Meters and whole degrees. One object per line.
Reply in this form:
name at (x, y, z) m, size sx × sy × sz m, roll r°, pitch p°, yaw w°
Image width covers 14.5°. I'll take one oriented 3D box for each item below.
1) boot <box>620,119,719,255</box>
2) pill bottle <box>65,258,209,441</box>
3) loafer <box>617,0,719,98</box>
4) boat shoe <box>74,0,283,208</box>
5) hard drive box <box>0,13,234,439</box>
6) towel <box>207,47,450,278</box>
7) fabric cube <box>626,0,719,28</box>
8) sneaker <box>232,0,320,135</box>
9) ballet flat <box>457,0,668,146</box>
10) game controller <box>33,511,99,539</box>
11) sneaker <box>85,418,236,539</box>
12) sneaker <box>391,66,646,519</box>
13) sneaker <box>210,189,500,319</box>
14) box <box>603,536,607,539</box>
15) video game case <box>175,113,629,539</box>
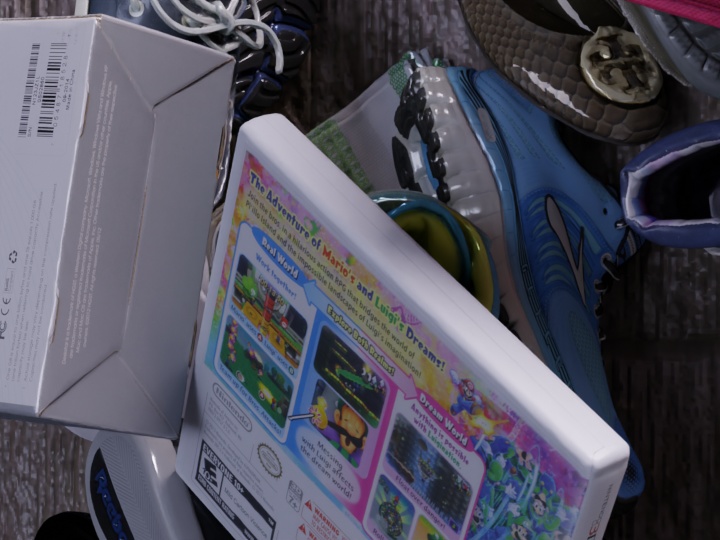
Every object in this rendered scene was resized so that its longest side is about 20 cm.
boot at (0.198, -0.036, 1.055) m, size 0.200 × 0.090 × 0.073 m, roll -14°, pitch 81°, yaw 38°
pill bottle at (-0.133, -0.006, 1.269) m, size 0.112 × 0.111 × 0.200 m, roll -66°, pitch 32°, yaw 18°
loafer at (0.117, -0.160, 1.145) m, size 0.070 × 0.075 × 0.201 m, roll 121°, pitch 128°, yaw -75°
boat shoe at (-0.076, -0.116, 1.201) m, size 0.062 × 0.075 × 0.201 m, roll -12°, pitch 75°, yaw 41°
hard drive box at (-0.154, -0.019, 1.150) m, size 0.200 × 0.077 × 0.156 m, roll 4°, pitch 84°, yaw 44°
towel at (-0.011, 0.014, 1.263) m, size 0.200 × 0.031 × 0.150 m, roll -36°, pitch 68°, yaw 33°
fabric cube at (0.156, -0.187, 0.980) m, size 0.196 × 0.200 × 0.200 m, roll 17°, pitch 103°, yaw 4°
sneaker at (-0.065, -0.156, 1.291) m, size 0.078 × 0.075 × 0.201 m, roll 7°, pitch 89°, yaw 52°
ballet flat at (0.066, -0.130, 1.180) m, size 0.200 × 0.067 × 0.046 m, roll 56°, pitch 134°, yaw 31°
game controller at (-0.092, 0.198, 1.321) m, size 0.200 × 0.042 × 0.105 m, roll 34°, pitch 111°, yaw 34°
sneaker at (-0.033, 0.148, 1.164) m, size 0.073 × 0.112 × 0.201 m, roll -41°, pitch 60°, yaw 46°
sneaker at (0.083, 0.002, 1.146) m, size 0.078 × 0.090 × 0.201 m, roll 122°, pitch 133°, yaw -68°
sneaker at (0.000, 0.000, 1.126) m, size 0.200 × 0.079 × 0.131 m, roll 48°, pitch 151°, yaw 40°
box at (0.006, 0.095, 1.224) m, size 0.200 × 0.035 × 0.110 m, roll 44°, pitch 122°, yaw 22°
video game case at (0.008, 0.070, 1.040) m, size 0.200 × 0.024 × 0.182 m, roll 45°, pitch 139°, yaw 32°
